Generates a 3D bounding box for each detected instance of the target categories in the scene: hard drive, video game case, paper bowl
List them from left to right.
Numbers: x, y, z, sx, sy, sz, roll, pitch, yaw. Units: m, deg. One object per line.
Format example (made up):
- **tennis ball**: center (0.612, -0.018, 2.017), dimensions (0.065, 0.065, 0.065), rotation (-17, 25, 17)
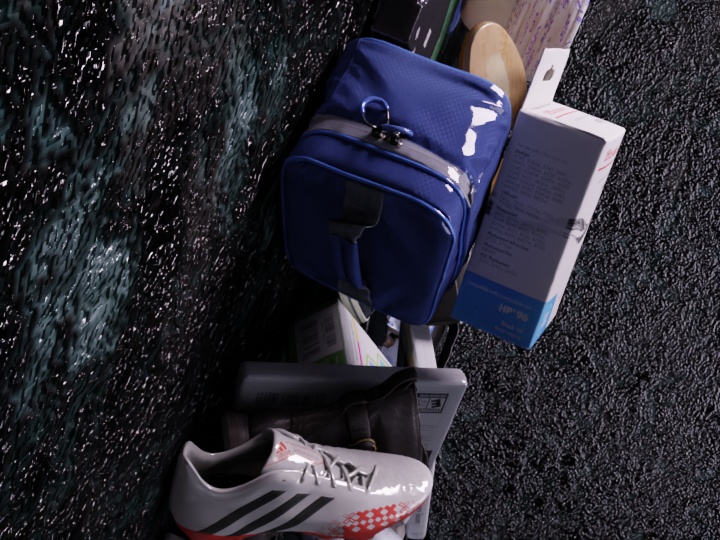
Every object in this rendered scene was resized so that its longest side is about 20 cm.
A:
- **video game case**: center (-0.025, 0.154, 0.854), dimensions (0.024, 0.196, 0.184), rotation (-113, -146, -50)
- **video game case**: center (0.057, 0.141, 1.042), dimensions (0.201, 0.023, 0.185), rotation (-95, -173, -56)
- **hard drive**: center (0.058, -0.239, 0.827), dimensions (0.200, 0.037, 0.142), rotation (-12, 124, -81)
- **paper bowl**: center (0.162, -0.290, 0.946), dimensions (0.201, 0.103, 0.204), rotation (-162, -90, -89)

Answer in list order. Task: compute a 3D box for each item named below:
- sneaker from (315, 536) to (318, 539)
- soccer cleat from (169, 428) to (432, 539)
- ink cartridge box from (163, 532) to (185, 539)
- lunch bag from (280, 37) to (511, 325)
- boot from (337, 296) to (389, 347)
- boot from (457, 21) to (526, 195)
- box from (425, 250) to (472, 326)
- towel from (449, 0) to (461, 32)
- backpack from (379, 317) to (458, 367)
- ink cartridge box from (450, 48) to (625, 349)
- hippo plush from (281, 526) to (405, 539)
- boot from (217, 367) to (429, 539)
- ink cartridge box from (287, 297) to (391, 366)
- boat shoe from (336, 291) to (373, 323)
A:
- **sneaker**: center (-0.044, 0.323, 0.843), dimensions (0.200, 0.092, 0.071), rotation (-51, 166, -46)
- **soccer cleat**: center (-0.040, 0.152, 0.723), dimensions (0.069, 0.196, 0.086), rotation (-107, -163, -56)
- **ink cartridge box**: center (-0.154, 0.323, 0.755), dimensions (0.145, 0.083, 0.202), rotation (103, 13, -58)
- **lunch bag**: center (0.020, -0.054, 0.706), dimensions (0.201, 0.134, 0.134), rotation (91, 21, -64)
- **boot**: center (0.011, 0.020, 1.109), dimensions (0.200, 0.075, 0.171), rotation (-61, 169, -82)
- **boot**: center (0.063, -0.130, 0.801), dimensions (0.071, 0.143, 0.202), rotation (-46, 144, -19)
- **box**: center (0.086, -0.062, 1.045), dimensions (0.200, 0.047, 0.197), rotation (-46, 130, -73)
- **towel**: center (0.118, -0.349, 1.006), dimensions (0.147, 0.023, 0.203), rotation (7, 105, -82)
- **backpack**: center (0.055, 0.086, 1.367), dimensions (0.192, 0.153, 0.200), rotation (-58, 178, -6)
- **ink cartridge box**: center (0.141, -0.057, 0.741), dimensions (0.116, 0.067, 0.203), rotation (-30, 139, -66)
- **hippo plush**: center (-0.025, 0.219, 1.005), dimensions (0.201, 0.156, 0.164), rotation (-113, -155, -63)
- **boot**: center (-0.026, 0.174, 0.809), dimensions (0.070, 0.171, 0.203), rotation (-113, -160, -52)
- **ink cartridge box**: center (0.007, 0.131, 0.932), dimensions (0.201, 0.059, 0.105), rotation (54, 18, -39)
- **boat shoe**: center (0.000, 0.000, 0.947), dimensions (0.062, 0.075, 0.200), rotation (-29, 165, -4)
